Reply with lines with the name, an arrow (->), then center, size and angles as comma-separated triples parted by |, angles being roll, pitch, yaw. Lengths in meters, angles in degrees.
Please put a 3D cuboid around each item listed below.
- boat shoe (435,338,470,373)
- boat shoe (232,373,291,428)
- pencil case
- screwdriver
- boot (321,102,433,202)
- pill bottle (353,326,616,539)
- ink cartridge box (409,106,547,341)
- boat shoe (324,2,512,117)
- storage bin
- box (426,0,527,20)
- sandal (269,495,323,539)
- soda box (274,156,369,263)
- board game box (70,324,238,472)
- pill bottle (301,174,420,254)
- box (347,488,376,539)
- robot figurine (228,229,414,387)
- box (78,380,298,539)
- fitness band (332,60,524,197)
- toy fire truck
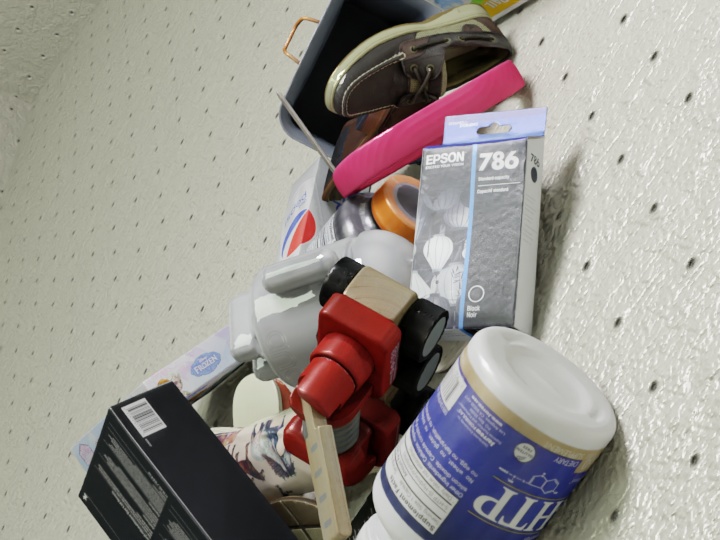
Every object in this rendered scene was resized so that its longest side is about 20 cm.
boat shoe -> 0.096, -0.003, 1.499 | 0.072, 0.059, 0.201 | 14, 80, 29
boat shoe -> -0.092, 0.200, 1.717 | 0.071, 0.063, 0.201 | -6, 70, 18
pencil case -> -0.062, 0.157, 1.603 | 0.200, 0.090, 0.078 | -22, 0, 41
screwdriver -> -0.021, -0.098, 1.756 | 0.029, 0.200, 0.028 | -32, -4, 18
boot -> 0.028, -0.117, 1.790 | 0.200, 0.097, 0.075 | 123, 162, -55
pill bottle -> 0.079, 0.151, 1.265 | 0.200, 0.119, 0.120 | -57, 21, 21
ink cartridge box -> 0.095, -0.043, 1.454 | 0.099, 0.039, 0.201 | -5, 70, 29
boat shoe -> 0.059, -0.190, 1.671 | 0.066, 0.200, 0.072 | 41, 144, 31
storage bin -> -0.017, -0.220, 1.957 | 0.201, 0.145, 0.134 | -65, 10, -3
box -> 0.133, -0.326, 1.718 | 0.200, 0.112, 0.102 | -23, 43, 61
sandal -> -0.064, 0.244, 1.603 | 0.200, 0.054, 0.082 | -29, 84, 51
soda box -> -0.046, -0.017, 1.864 | 0.063, 0.068, 0.201 | -41, 29, 47
board game box -> -0.199, 0.128, 1.961 | 0.200, 0.041, 0.199 | -35, -3, -40
pill bottle -> 0.000, 0.000, 1.669 | 0.200, 0.106, 0.106 | -49, 25, 36
box -> 0.009, 0.278, 1.392 | 0.160, 0.049, 0.200 | -59, 20, 22
robot figurine -> -0.017, 0.033, 1.559 | 0.199, 0.170, 0.113 | -20, 58, 21
box -> -0.155, 0.222, 1.593 | 0.200, 0.079, 0.141 | 49, 137, 22
fitness band -> 0.061, -0.131, 1.641 | 0.200, 0.038, 0.144 | -32, 0, -12
toy fire truck -> -0.013, 0.122, 1.387 | 0.200, 0.128, 0.176 | -51, -19, -31
